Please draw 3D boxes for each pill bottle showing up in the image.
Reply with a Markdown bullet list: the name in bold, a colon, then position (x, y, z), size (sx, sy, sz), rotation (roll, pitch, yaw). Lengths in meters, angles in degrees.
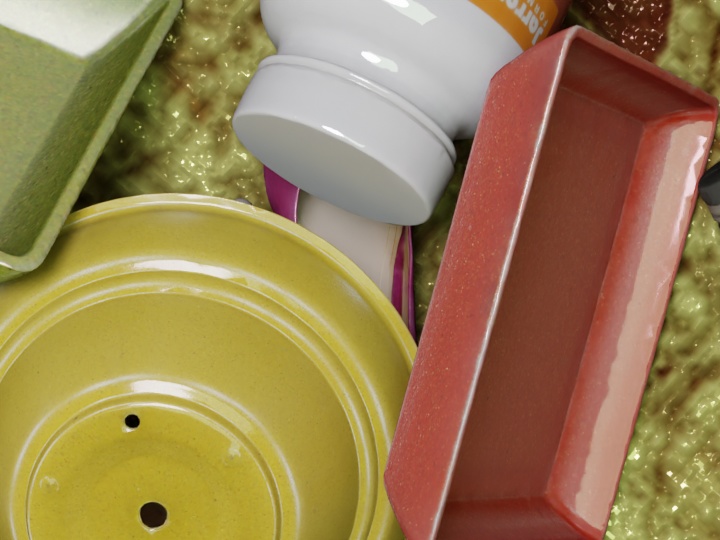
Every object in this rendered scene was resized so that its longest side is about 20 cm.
- **pill bottle**: position (0.031, -0.124, 0.889), size (0.112, 0.112, 0.200), rotation (26, 75, -2)

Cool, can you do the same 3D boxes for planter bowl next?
- **planter bowl**: position (-0.071, 0.077, 0.851), size (0.200, 0.083, 0.201), rotation (1, 105, 3)

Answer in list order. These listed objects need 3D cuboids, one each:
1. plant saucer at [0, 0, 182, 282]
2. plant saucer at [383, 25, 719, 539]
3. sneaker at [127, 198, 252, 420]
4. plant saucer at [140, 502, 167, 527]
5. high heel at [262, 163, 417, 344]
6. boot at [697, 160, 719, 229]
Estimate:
- **plant saucer**: position (-0.193, -0.079, 0.902), size (0.200, 0.200, 0.048), rotation (23, 129, -2)
- **plant saucer**: position (0.073, 0.013, 0.893), size (0.037, 0.200, 0.200), rotation (15, 92, 24)
- **sneaker**: position (-0.120, 0.023, 0.957), size (0.200, 0.092, 0.076), rotation (-10, 133, 19)
- **plant saucer**: position (-0.148, 0.144, 0.947), size (0.200, 0.032, 0.200), rotation (3, 114, 7)
- **high heel**: position (0.000, 0.000, 0.929), size (0.067, 0.096, 0.200), rotation (6, 96, -21)
- **boot**: position (0.258, -0.006, 0.947), size (0.203, 0.073, 0.154), rotation (-20, 97, 8)
